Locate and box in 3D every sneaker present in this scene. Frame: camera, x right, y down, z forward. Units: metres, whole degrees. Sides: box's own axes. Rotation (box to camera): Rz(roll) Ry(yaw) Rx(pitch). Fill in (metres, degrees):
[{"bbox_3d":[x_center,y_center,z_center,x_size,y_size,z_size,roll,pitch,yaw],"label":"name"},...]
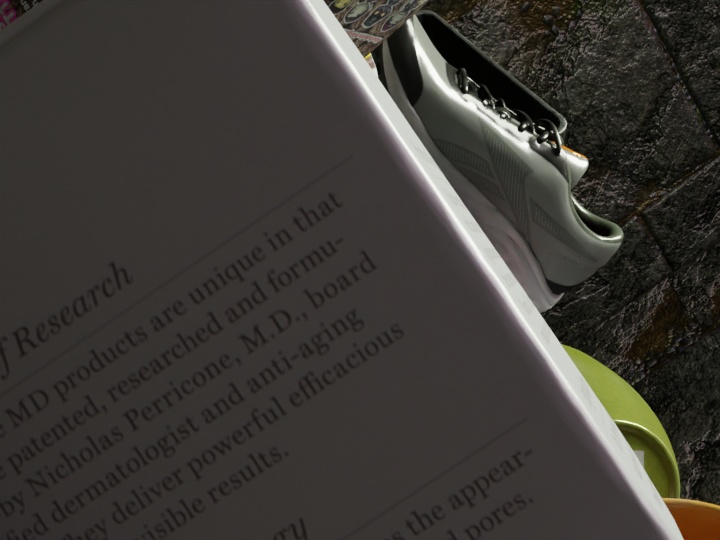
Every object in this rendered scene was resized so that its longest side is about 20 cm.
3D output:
[{"bbox_3d":[0.074,-0.070,0.756,0.200,0.079,0.074,52,19,-21],"label":"sneaker"}]

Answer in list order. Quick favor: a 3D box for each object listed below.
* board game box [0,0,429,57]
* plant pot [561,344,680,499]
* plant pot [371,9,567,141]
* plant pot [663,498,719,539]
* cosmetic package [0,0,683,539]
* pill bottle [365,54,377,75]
[{"bbox_3d":[-0.092,-0.142,0.682,0.160,0.200,0.097,56,21,12],"label":"board game box"},{"bbox_3d":[0.153,0.149,0.993,0.187,0.187,0.200,55,-7,-4],"label":"plant pot"},{"bbox_3d":[0.034,-0.063,1.117,0.200,0.199,0.178,48,-22,38],"label":"plant pot"},{"bbox_3d":[0.187,0.275,0.828,0.200,0.200,0.184,-115,-176,-61],"label":"plant pot"},{"bbox_3d":[-0.034,0.032,0.398,0.200,0.165,0.165,56,5,4],"label":"cosmetic package"},{"bbox_3d":[-0.070,-0.205,0.961,0.109,0.109,0.200,-96,165,-79],"label":"pill bottle"}]
